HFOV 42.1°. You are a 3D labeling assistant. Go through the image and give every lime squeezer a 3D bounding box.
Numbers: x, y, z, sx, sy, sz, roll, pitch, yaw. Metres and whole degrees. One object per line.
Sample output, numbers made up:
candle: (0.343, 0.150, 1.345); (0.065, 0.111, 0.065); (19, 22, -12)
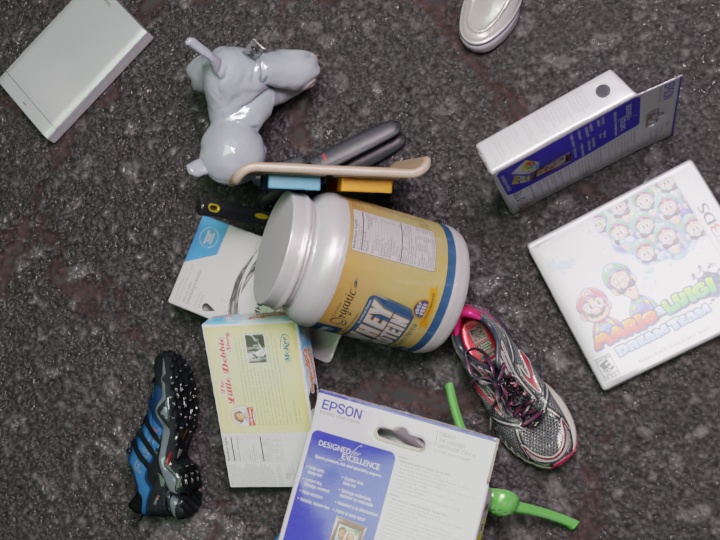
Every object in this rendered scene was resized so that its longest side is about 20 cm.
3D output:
lime squeezer: (0.141, 0.208, 0.973); (0.071, 0.038, 0.200); (-39, 81, -23)

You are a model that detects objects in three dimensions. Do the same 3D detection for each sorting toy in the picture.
sorting toy: (-0.039, -0.098, 1.002); (0.200, 0.185, 0.037); (-3, 95, -9)

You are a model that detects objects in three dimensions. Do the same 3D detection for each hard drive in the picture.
hard drive: (-0.394, -0.291, 1.288); (0.200, 0.027, 0.132); (-45, 70, 4)

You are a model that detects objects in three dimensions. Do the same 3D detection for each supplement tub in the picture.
supplement tub: (0.000, 0.000, 0.997); (0.200, 0.145, 0.145); (15, 82, -19)

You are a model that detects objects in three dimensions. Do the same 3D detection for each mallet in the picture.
mallet: (-0.093, -0.048, 1.071); (0.041, 0.200, 0.066); (-3, 87, 58)

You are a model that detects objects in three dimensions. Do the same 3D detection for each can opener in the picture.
can opener: (-0.039, -0.125, 1.121); (0.200, 0.063, 0.079); (-26, 72, 12)

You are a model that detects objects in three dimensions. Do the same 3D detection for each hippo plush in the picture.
hippo plush: (-0.128, -0.181, 1.118); (0.159, 0.200, 0.161); (-1, 96, -11)

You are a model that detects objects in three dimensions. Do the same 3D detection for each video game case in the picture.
video game case: (0.309, 0.005, 1.005); (0.200, 0.024, 0.182); (-28, 72, 11)

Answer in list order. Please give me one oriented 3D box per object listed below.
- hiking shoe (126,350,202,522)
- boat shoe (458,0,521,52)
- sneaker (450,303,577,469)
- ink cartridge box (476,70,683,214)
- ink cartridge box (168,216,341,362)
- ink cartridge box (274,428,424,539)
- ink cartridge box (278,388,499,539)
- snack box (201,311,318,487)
hiking shoe: (-0.244, 0.196, 1.114); (0.087, 0.074, 0.200); (-7, 77, 15)
boat shoe: (0.170, -0.356, 1.098); (0.071, 0.070, 0.200); (28, 88, 21)
sneaker: (0.154, 0.125, 1.003); (0.081, 0.075, 0.200); (-38, 71, 7)
ink cartridge box: (0.228, -0.137, 0.968); (0.200, 0.198, 0.043); (-26, 76, 10)
ink cartridge box: (-0.113, 0.022, 1.112); (0.200, 0.067, 0.116); (20, 86, 20)
ink cartridge box: (0.013, 0.275, 1.011); (0.145, 0.084, 0.200); (35, 90, 20)
ink cartridge box: (0.026, 0.242, 0.946); (0.197, 0.047, 0.200); (13, 82, 19)
snack box: (-0.105, 0.147, 1.058); (0.116, 0.037, 0.200); (-4, 103, 17)
